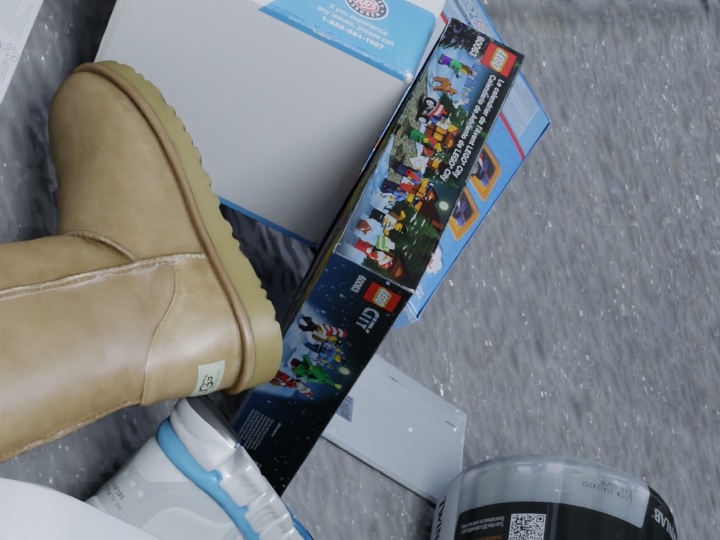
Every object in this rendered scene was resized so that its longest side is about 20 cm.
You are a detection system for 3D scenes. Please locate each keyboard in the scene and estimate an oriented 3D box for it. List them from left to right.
[{"bbox_3d":[-0.011,0.058,1.137,0.200,0.011,0.056,34,55,-39],"label":"keyboard"}]

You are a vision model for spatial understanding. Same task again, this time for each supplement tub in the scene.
[{"bbox_3d":[0.084,0.199,1.104,0.123,0.122,0.200,39,47,-36],"label":"supplement tub"}]

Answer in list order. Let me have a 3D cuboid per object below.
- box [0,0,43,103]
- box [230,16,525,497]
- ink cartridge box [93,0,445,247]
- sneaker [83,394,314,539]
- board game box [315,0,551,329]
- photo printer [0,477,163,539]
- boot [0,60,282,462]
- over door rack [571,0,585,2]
[{"bbox_3d":[-0.153,-0.150,1.012,0.041,0.039,0.200,44,44,-35],"label":"box"},{"bbox_3d":[0.000,0.000,1.011,0.038,0.200,0.137,28,55,-2],"label":"box"},{"bbox_3d":[-0.026,-0.139,1.063,0.128,0.125,0.200,26,48,-3],"label":"ink cartridge box"},{"bbox_3d":[-0.061,0.131,1.000,0.075,0.087,0.200,50,-5,44],"label":"sneaker"},{"bbox_3d":[0.018,-0.085,1.211,0.151,0.037,0.200,58,38,-18],"label":"board game box"},{"bbox_3d":[-0.101,0.175,0.858,0.200,0.069,0.166,32,59,-44],"label":"photo printer"},{"bbox_3d":[-0.150,-0.002,0.904,0.200,0.066,0.175,-14,54,-32],"label":"boot"},{"bbox_3d":[0.129,-0.283,1.401,0.148,0.067,0.200,-52,138,-49],"label":"over door rack"}]
